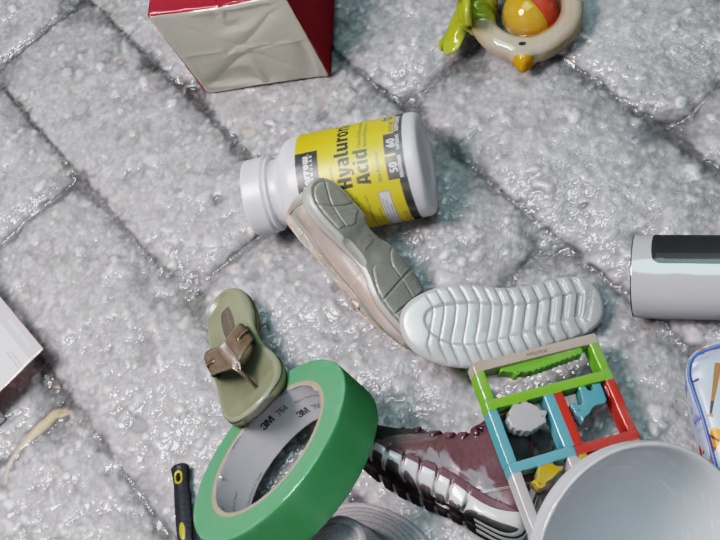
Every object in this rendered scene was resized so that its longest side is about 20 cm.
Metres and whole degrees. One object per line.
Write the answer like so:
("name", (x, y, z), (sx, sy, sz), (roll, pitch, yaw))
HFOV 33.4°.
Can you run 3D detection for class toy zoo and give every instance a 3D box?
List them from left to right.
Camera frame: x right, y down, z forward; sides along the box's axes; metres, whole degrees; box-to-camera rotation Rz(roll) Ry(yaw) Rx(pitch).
("toy zoo", (0.189, 0.162, 1.077), (0.129, 0.021, 0.202), (-12, 64, -15))

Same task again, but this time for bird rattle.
("bird rattle", (0.180, -0.305, 1.366), (0.199, 0.113, 0.163), (-36, 67, -20))

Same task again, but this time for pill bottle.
("pill bottle", (-0.023, -0.095, 1.281), (0.197, 0.112, 0.113), (-11, 58, 13))

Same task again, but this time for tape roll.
("tape roll", (-0.071, 0.176, 1.113), (0.200, 0.048, 0.201), (-40, 23, 21))

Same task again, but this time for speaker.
("speaker", (0.353, 0.007, 1.114), (0.197, 0.081, 0.082), (1, 61, 19))

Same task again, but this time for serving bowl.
("serving bowl", (0.220, 0.236, 0.990), (0.200, 0.200, 0.066), (-44, 13, -10))

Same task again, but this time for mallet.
("mallet", (-0.177, 0.283, 1.162), (0.065, 0.041, 0.202), (-25, 51, 6))

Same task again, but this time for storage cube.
("storage cube", (-0.131, -0.336, 1.411), (0.168, 0.200, 0.182), (-5, 66, 15))

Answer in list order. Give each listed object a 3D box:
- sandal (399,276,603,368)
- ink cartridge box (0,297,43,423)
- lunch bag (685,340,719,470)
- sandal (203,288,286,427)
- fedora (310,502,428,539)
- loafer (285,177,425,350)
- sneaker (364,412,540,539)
("sandal", (0.138, 0.055, 1.180), (0.199, 0.050, 0.084), (-5, 75, 1))
("ink cartridge box", (-0.460, 0.101, 1.353), (0.176, 0.045, 0.200), (-44, 58, -8))
("lunch bag", (0.385, 0.116, 1.033), (0.197, 0.076, 0.162), (-14, 65, 10))
("sandal", (-0.132, 0.083, 1.214), (0.080, 0.057, 0.202), (-43, 37, 9))
("fedora", (-0.027, 0.289, 1.070), (0.176, 0.091, 0.201), (26, 72, 29))
("loafer", (0.000, 0.000, 1.219), (0.201, 0.063, 0.072), (53, 42, 1))
("sneaker", (0.086, 0.165, 1.125), (0.198, 0.076, 0.116), (27, 65, 19))
